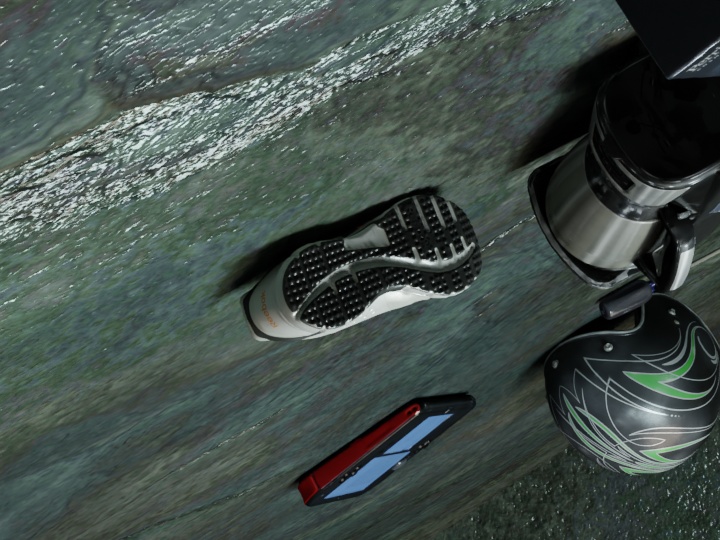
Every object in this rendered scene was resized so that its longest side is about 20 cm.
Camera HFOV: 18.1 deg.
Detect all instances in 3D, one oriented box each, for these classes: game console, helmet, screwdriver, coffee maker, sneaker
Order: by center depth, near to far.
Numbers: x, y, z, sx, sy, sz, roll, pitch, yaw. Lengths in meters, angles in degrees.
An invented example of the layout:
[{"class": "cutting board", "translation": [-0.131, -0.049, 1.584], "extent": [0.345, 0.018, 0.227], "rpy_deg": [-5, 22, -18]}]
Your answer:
[{"class": "sneaker", "translation": [0.000, 0.000, 1.550], "extent": [0.200, 0.074, 0.080], "rpy_deg": [-15, 174, -41]}, {"class": "coffee maker", "translation": [0.225, -0.099, 1.597], "extent": [0.192, 0.135, 0.200], "rpy_deg": [-52, 177, -21]}, {"class": "game console", "translation": [0.030, 0.194, 2.454], "extent": [0.177, 0.031, 0.200], "rpy_deg": [-35, 168, 16]}, {"class": "screwdriver", "translation": [0.346, 0.005, 2.476], "extent": [0.200, 0.028, 0.029], "rpy_deg": [-23, 137, -21]}, {"class": "helmet", "translation": [0.313, 0.139, 2.599], "extent": [0.191, 0.200, 0.200], "rpy_deg": [-44, 179, -44]}]

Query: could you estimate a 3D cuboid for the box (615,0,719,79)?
[{"class": "box", "translation": [0.234, -0.191, 1.238], "extent": [0.148, 0.107, 0.200], "rpy_deg": [-38, 166, 29]}]
